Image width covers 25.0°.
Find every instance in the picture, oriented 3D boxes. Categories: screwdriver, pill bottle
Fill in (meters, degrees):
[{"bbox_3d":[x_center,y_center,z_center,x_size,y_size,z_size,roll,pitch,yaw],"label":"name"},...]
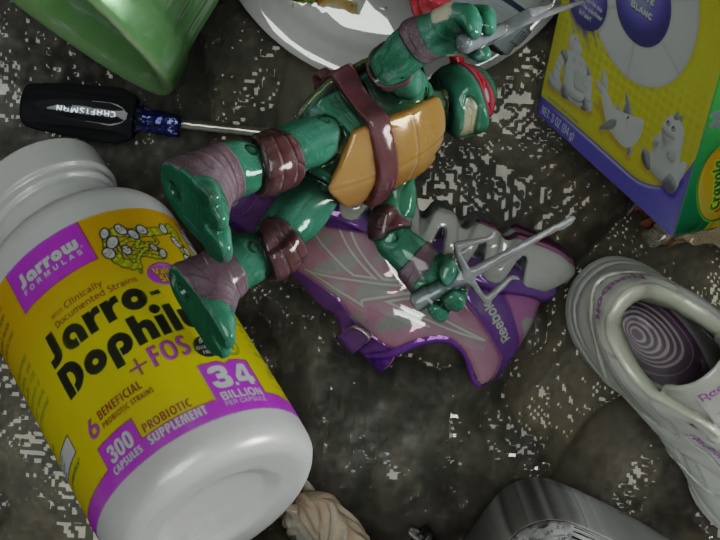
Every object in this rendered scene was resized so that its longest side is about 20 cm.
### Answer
[{"bbox_3d":[-0.074,-0.069,0.815,0.198,0.028,0.029,11,62,5],"label":"screwdriver"},{"bbox_3d":[-0.111,0.034,0.756,0.104,0.104,0.201,-36,62,2],"label":"pill bottle"}]

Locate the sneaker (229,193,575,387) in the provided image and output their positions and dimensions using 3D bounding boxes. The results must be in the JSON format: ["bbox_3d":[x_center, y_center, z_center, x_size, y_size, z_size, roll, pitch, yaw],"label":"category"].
[{"bbox_3d":[0.000,0.000,0.794,0.198,0.081,0.089,19,99,1],"label":"sneaker"}]

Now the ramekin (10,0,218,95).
[{"bbox_3d":[-0.138,-0.179,0.738,0.199,0.200,0.098,36,84,1],"label":"ramekin"}]

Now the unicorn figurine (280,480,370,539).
[{"bbox_3d":[0.003,0.191,0.777,0.073,0.200,0.138,-22,117,-3],"label":"unicorn figurine"}]

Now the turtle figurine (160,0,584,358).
[{"bbox_3d":[0.010,-0.046,0.707,0.199,0.100,0.151,-28,127,-24],"label":"turtle figurine"}]

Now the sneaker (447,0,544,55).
[{"bbox_3d":[0.007,-0.183,0.752,0.199,0.073,0.071,34,93,-11],"label":"sneaker"}]

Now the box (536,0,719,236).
[{"bbox_3d":[0.144,-0.130,0.719,0.048,0.117,0.202,-10,129,-28],"label":"box"}]

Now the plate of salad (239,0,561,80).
[{"bbox_3d":[0.021,-0.192,0.802,0.198,0.048,0.202,0,90,2],"label":"plate of salad"}]

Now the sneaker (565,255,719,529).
[{"bbox_3d":[0.176,0.076,0.775,0.200,0.100,0.075,43,90,0],"label":"sneaker"}]

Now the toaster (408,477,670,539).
[{"bbox_3d":[0.112,0.176,0.764,0.199,0.129,0.114,33,91,1],"label":"toaster"}]

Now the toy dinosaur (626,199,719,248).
[{"bbox_3d":[0.243,-0.010,0.786,0.198,0.136,0.086,11,133,-19],"label":"toy dinosaur"}]
